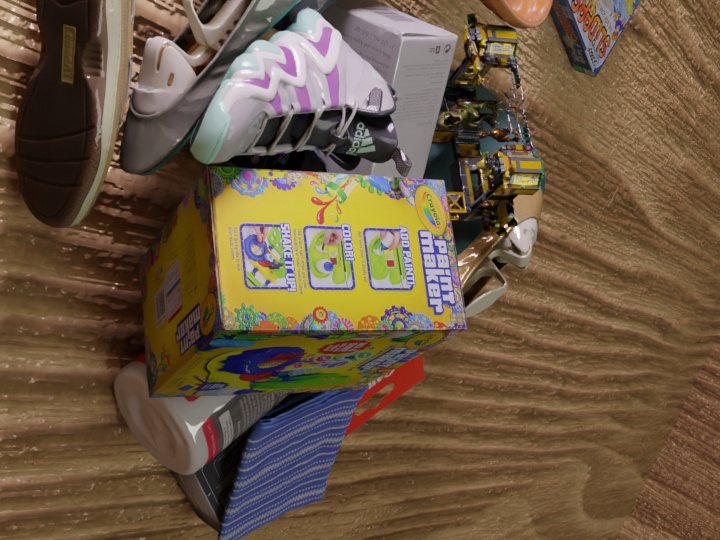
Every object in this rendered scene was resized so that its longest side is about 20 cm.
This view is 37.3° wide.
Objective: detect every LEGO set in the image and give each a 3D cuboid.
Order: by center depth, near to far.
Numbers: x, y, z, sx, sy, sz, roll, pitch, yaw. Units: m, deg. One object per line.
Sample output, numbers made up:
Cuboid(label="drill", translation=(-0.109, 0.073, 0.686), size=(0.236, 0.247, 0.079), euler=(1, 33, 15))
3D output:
Cuboid(label="LEGO set", translation=(0.080, -0.133, 1.000), size=(0.115, 0.154, 0.202), euler=(-1, 78, -21))

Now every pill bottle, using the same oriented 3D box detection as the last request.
Cuboid(label="pill bottle", translation=(-0.115, 0.082, 0.968), size=(0.200, 0.110, 0.111), euler=(-38, 143, -35))

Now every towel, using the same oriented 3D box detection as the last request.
Cuboid(label="towel", translation=(-0.069, 0.193, 1.077), size=(0.144, 0.024, 0.201), euler=(-20, 142, -40))

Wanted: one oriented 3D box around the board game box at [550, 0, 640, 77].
Cuboid(label="board game box", translation=(0.287, -0.345, 1.306), size=(0.136, 0.034, 0.200), euler=(-59, 150, -5))

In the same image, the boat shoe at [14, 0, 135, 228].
Cuboid(label="boat shoe", translation=(-0.184, -0.128, 0.737), size=(0.076, 0.071, 0.202), euler=(-35, 145, -63))

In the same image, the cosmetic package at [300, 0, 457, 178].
Cuboid(label="cosmetic package", translation=(0.003, -0.132, 0.966), size=(0.081, 0.112, 0.202), euler=(-11, 123, -45))

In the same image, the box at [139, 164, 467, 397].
Cuboid(label="box", translation=(-0.053, 0.016, 0.835), size=(0.191, 0.123, 0.200), euler=(0, 161, -25))

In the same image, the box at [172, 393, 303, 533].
Cuboid(label="box", translation=(-0.106, 0.155, 1.104), size=(0.200, 0.048, 0.159), euler=(-47, 148, -25))

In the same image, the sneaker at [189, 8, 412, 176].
Cuboid(label="sneaker", translation=(-0.025, -0.105, 0.766), size=(0.078, 0.139, 0.200), euler=(-52, -178, 42))

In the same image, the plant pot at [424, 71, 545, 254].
Cuboid(label="plant pot", translation=(0.120, -0.097, 1.156), size=(0.200, 0.134, 0.201), euler=(-36, 141, -36))

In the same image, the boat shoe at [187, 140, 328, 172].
Cuboid(label="boat shoe", translation=(-0.091, -0.112, 0.881), size=(0.072, 0.067, 0.200), euler=(-60, 147, -3))

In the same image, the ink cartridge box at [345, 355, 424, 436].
Cuboid(label="ink cartridge box", translation=(0.026, 0.098, 1.147), size=(0.160, 0.047, 0.201), euler=(-33, 139, -29))

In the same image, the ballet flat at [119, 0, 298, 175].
Cuboid(label="ballet flat", translation=(-0.120, -0.161, 0.769), size=(0.200, 0.067, 0.064), euler=(-52, 139, -8))

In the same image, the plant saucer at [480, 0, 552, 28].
Cuboid(label="plant saucer", translation=(0.132, -0.328, 1.009), size=(0.200, 0.037, 0.202), euler=(17, 70, -57))

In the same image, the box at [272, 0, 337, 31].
Cuboid(label="box", translation=(-0.019, -0.309, 0.848), size=(0.200, 0.051, 0.158), euler=(-46, 147, -24))

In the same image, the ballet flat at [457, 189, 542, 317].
Cuboid(label="ballet flat", translation=(0.132, -0.007, 1.059), size=(0.200, 0.063, 0.069), euler=(-44, 148, -19))
